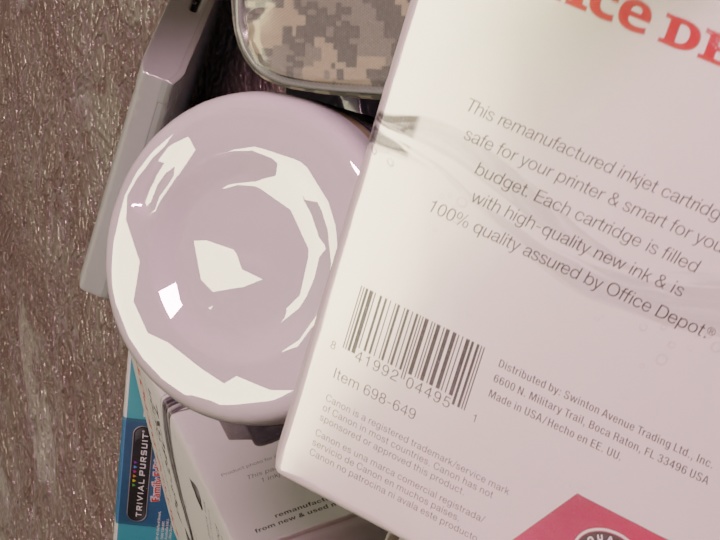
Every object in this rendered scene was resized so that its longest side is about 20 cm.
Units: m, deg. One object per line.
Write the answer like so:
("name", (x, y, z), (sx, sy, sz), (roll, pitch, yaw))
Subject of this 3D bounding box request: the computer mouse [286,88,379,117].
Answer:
("computer mouse", (0.019, -0.010, 0.945), (0.138, 0.052, 0.202), (158, 97, -69))

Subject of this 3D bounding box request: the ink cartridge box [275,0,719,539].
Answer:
("ink cartridge box", (0.076, -0.010, 0.608), (0.145, 0.085, 0.201), (25, 113, 21))

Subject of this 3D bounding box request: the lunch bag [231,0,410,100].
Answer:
("lunch bag", (0.041, -0.150, 0.739), (0.168, 0.138, 0.202), (-17, -72, -70))

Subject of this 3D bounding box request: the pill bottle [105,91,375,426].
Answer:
("pill bottle", (0.000, 0.000, 0.783), (0.200, 0.110, 0.112), (7, -98, -66))

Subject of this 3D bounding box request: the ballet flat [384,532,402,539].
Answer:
("ballet flat", (0.026, 0.122, 0.788), (0.201, 0.069, 0.069), (-56, 9, -23))

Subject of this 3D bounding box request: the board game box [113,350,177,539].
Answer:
("board game box", (-0.104, 0.061, 1.185), (0.200, 0.047, 0.152), (-92, 9, -63))

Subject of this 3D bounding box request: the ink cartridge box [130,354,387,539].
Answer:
("ink cartridge box", (-0.039, 0.116, 1.000), (0.200, 0.083, 0.146), (-125, 21, -54))

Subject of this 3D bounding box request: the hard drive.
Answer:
("hard drive", (-0.117, -0.092, 1.235), (0.200, 0.026, 0.132), (114, 175, -51))
